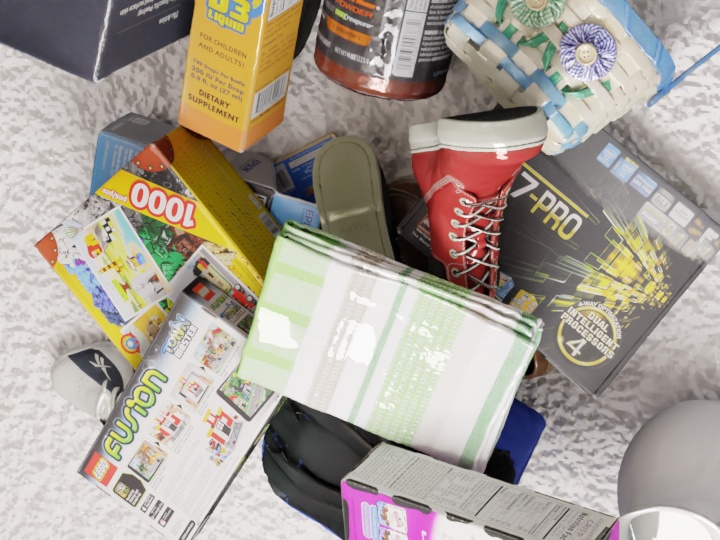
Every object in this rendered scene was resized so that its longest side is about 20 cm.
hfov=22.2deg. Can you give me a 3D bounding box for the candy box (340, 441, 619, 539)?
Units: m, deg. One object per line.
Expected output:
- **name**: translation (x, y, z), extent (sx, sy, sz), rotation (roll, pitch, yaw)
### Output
- **candy box**: translation (0.087, 0.218, 1.324), extent (0.199, 0.061, 0.137), rotation (16, 126, 30)

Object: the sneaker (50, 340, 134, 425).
- **sneaker**: translation (-0.202, 0.132, 1.589), extent (0.198, 0.130, 0.080), rotation (25, 117, 13)

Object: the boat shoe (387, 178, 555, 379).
- **boat shoe**: translation (0.085, 0.007, 1.450), extent (0.200, 0.072, 0.076), rotation (42, 120, 4)

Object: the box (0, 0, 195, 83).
- **box**: translation (-0.181, -0.273, 1.387), extent (0.117, 0.197, 0.201), rotation (22, 117, 15)

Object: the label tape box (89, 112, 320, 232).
- **label tape box**: translation (-0.126, -0.029, 1.517), extent (0.199, 0.066, 0.144), rotation (19, 115, 12)

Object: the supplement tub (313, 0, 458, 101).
- **supplement tub**: translation (0.032, -0.235, 1.363), extent (0.106, 0.107, 0.201), rotation (19, 115, 16)

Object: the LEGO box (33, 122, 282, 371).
- **LEGO box**: translation (-0.134, 0.006, 1.452), extent (0.149, 0.077, 0.200), rotation (-38, 94, 28)

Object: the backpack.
- **backpack**: translation (0.029, 0.142, 1.468), extent (0.199, 0.168, 0.163), rotation (26, 113, 9)

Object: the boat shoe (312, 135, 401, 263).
- **boat shoe**: translation (-0.002, 0.000, 1.414), extent (0.074, 0.066, 0.201), rotation (-12, 70, 12)

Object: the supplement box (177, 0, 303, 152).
- **supplement box**: translation (-0.085, -0.194, 1.377), extent (0.066, 0.069, 0.201), rotation (26, 126, 19)

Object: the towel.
- **towel**: translation (0.017, 0.061, 1.315), extent (0.199, 0.031, 0.150), rotation (21, 124, 3)

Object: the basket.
- **basket**: translation (0.172, -0.190, 1.311), extent (0.176, 0.139, 0.200), rotation (45, 84, 3)

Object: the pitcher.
- **pitcher**: translation (0.266, 0.168, 1.360), extent (0.171, 0.200, 0.122), rotation (-18, 102, 27)

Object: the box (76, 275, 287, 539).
- **box**: translation (-0.132, 0.113, 1.429), extent (0.110, 0.035, 0.200), rotation (36, 119, 4)

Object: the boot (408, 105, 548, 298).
- **boot**: translation (0.086, -0.038, 1.276), extent (0.072, 0.200, 0.145), rotation (-6, 90, -12)

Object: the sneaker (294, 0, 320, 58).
- **sneaker**: translation (-0.066, -0.258, 1.412), extent (0.086, 0.080, 0.201), rotation (29, 117, 12)

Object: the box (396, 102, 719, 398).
- **box**: translation (0.152, -0.027, 1.389), extent (0.200, 0.049, 0.161), rotation (41, 92, 4)

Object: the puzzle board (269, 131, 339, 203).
- **puzzle board**: translation (-0.063, -0.012, 1.540), extent (0.199, 0.017, 0.151), rotation (-25, 97, 28)
